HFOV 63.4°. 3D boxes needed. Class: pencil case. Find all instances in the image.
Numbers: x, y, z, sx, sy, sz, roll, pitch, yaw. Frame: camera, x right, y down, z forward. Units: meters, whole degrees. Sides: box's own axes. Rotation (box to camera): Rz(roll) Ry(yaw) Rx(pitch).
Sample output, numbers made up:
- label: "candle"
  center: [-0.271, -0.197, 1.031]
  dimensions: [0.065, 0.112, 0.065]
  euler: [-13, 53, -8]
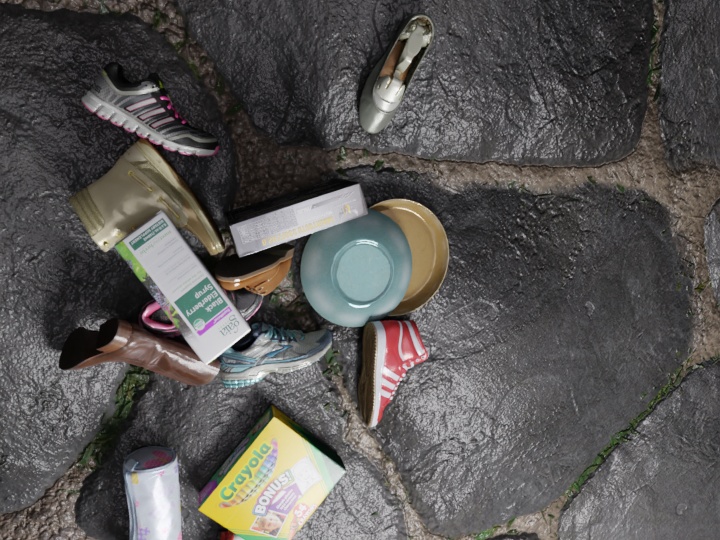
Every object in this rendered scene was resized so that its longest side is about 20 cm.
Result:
- label: "pencil case"
  center: [-0.341, 0.393, 0.951]
  dimensions: [0.089, 0.082, 0.205]
  euler: [-5, 103, -38]

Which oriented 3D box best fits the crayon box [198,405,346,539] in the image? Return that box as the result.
- label: "crayon box"
  center: [-0.152, 0.368, 1.015]
  dimensions: [0.172, 0.058, 0.201]
  euler: [41, 88, -20]

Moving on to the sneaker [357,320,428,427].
- label: "sneaker"
  center: [0.058, 0.180, 1.033]
  dimensions: [0.110, 0.071, 0.204]
  euler: [-6, 114, -26]

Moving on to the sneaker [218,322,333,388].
- label: "sneaker"
  center: [-0.140, 0.125, 0.960]
  dimensions: [0.196, 0.078, 0.088]
  euler: [-18, 102, -12]

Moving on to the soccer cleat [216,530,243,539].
- label: "soccer cleat"
  center: [-0.240, 0.555, 1.024]
  dimensions: [0.084, 0.069, 0.204]
  euler: [21, 90, -15]

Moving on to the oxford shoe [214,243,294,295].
- label: "oxford shoe"
  center: [-0.153, 0.008, 0.877]
  dimensions: [0.070, 0.200, 0.073]
  euler: [13, 104, 16]

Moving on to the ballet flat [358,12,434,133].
- label: "ballet flat"
  center: [0.056, -0.317, 0.933]
  dimensions: [0.066, 0.064, 0.203]
  euler: [25, 94, -19]

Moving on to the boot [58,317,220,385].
- label: "boot"
  center: [-0.339, 0.143, 0.909]
  dimensions: [0.199, 0.184, 0.066]
  euler: [31, 53, -45]

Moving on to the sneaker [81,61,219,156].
- label: "sneaker"
  center: [-0.292, -0.233, 0.841]
  dimensions: [0.197, 0.074, 0.089]
  euler: [23, 100, -14]

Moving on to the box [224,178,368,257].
- label: "box"
  center: [-0.103, -0.086, 0.884]
  dimensions: [0.196, 0.158, 0.049]
  euler: [-20, 106, -12]

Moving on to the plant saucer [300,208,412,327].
- label: "plant saucer"
  center: [0.000, 0.000, 0.967]
  dimensions: [0.196, 0.039, 0.206]
  euler: [-3, 101, -15]

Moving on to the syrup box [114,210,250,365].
- label: "syrup box"
  center: [-0.242, 0.025, 0.810]
  dimensions: [0.078, 0.081, 0.202]
  euler: [-37, 97, -11]

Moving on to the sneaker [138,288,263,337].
- label: "sneaker"
  center: [-0.245, 0.057, 0.898]
  dimensions: [0.196, 0.095, 0.081]
  euler: [-16, 81, -14]

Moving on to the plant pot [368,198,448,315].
- label: "plant pot"
  center: [0.059, -0.023, 1.014]
  dimensions: [0.196, 0.027, 0.205]
  euler: [-3, 102, -15]

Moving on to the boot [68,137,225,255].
- label: "boot"
  center: [-0.313, -0.072, 0.869]
  dimensions: [0.155, 0.073, 0.201]
  euler: [-39, 107, -6]
